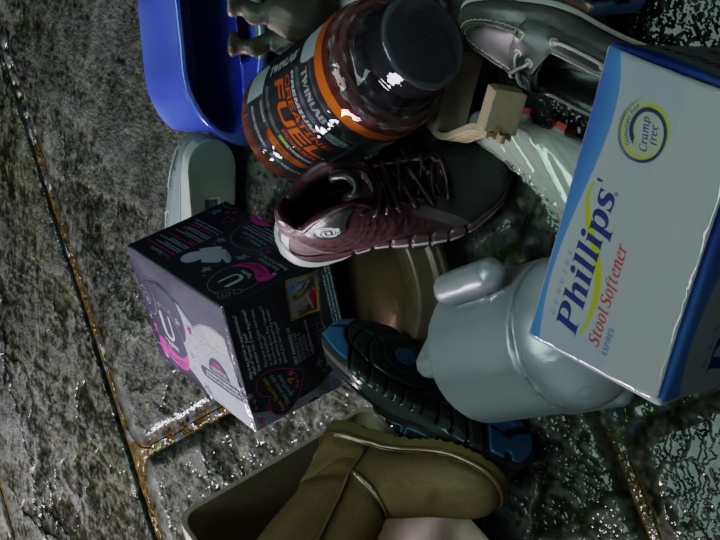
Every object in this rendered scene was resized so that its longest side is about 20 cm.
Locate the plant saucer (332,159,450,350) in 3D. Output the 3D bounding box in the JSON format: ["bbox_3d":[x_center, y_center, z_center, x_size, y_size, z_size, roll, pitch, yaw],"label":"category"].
[{"bbox_3d":[0.000,0.000,1.036,0.200,0.029,0.201,27,129,39],"label":"plant saucer"}]

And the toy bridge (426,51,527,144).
[{"bbox_3d":[0.073,-0.134,0.907,0.200,0.027,0.068,-119,40,-59],"label":"toy bridge"}]

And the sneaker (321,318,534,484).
[{"bbox_3d":[0.043,0.119,0.983,0.200,0.073,0.082,37,134,12],"label":"sneaker"}]

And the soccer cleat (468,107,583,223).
[{"bbox_3d":[0.152,-0.065,0.871,0.199,0.069,0.078,28,99,35],"label":"soccer cleat"}]

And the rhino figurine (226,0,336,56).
[{"bbox_3d":[-0.054,-0.272,1.009,0.087,0.060,0.201,8,71,8],"label":"rhino figurine"}]

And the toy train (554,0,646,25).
[{"bbox_3d":[0.125,-0.243,0.866,0.200,0.086,0.115,48,136,25],"label":"toy train"}]

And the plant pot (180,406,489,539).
[{"bbox_3d":[-0.019,0.279,1.014,0.200,0.199,0.178,46,148,30],"label":"plant pot"}]

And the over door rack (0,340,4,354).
[{"bbox_3d":[-0.563,0.035,1.612,0.147,0.066,0.201,-18,84,46],"label":"over door rack"}]

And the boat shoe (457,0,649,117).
[{"bbox_3d":[0.153,-0.135,0.812,0.199,0.067,0.057,21,71,13],"label":"boat shoe"}]

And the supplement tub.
[{"bbox_3d":[-0.006,-0.141,0.904,0.200,0.106,0.108,-22,81,57],"label":"supplement tub"}]

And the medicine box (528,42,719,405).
[{"bbox_3d":[0.218,-0.035,0.719,0.103,0.199,0.183,29,116,38],"label":"medicine box"}]

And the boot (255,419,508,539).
[{"bbox_3d":[0.001,0.218,0.905,0.174,0.200,0.066,8,134,27],"label":"boot"}]

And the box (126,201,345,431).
[{"bbox_3d":[-0.112,0.038,1.076,0.200,0.114,0.133,28,136,53],"label":"box"}]

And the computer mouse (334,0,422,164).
[{"bbox_3d":[0.003,-0.171,1.013,0.110,0.044,0.201,-18,81,63],"label":"computer mouse"}]

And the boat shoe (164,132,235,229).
[{"bbox_3d":[-0.165,-0.043,1.208,0.071,0.070,0.202,34,123,59],"label":"boat shoe"}]

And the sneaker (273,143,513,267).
[{"bbox_3d":[0.025,-0.058,0.906,0.199,0.116,0.076,-20,76,0],"label":"sneaker"}]

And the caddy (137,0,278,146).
[{"bbox_3d":[-0.118,-0.212,1.072,0.105,0.141,0.201,0,97,48],"label":"caddy"}]

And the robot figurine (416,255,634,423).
[{"bbox_3d":[0.128,0.051,0.876,0.200,0.169,0.113,-17,41,52],"label":"robot figurine"}]
